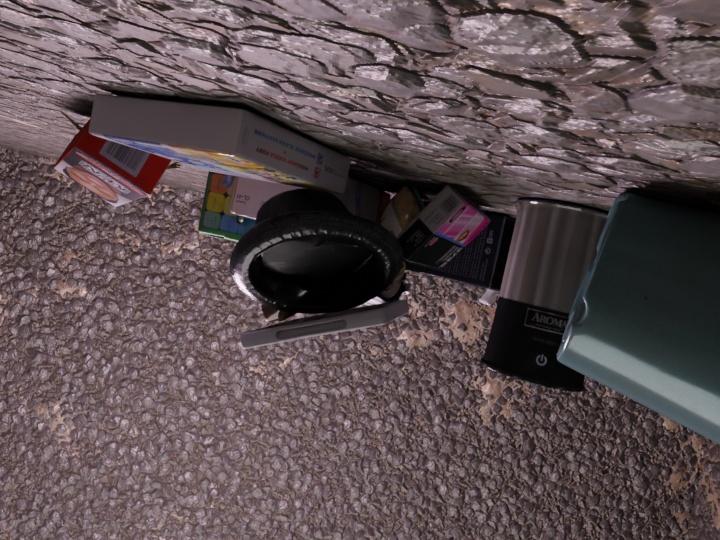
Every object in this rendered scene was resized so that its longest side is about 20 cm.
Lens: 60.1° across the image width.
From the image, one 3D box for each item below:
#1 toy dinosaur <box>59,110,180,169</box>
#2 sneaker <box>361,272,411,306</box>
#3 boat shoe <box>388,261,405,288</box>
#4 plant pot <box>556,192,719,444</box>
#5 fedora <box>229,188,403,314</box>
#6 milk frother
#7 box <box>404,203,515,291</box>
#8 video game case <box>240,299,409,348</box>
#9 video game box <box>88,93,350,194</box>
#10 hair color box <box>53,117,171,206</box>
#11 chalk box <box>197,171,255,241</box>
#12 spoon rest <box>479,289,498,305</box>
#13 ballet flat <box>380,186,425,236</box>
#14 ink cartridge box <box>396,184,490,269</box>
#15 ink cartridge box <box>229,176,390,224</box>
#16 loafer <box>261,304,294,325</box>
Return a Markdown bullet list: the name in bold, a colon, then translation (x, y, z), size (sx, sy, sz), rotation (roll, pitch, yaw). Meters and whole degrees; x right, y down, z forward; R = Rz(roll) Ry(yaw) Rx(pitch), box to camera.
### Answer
- **toy dinosaur**: translation (-0.334, -0.173, 0.914), size (0.100, 0.059, 0.199), rotation (15, -178, 30)
- **sneaker**: translation (0.000, 0.000, 0.924), size (0.128, 0.081, 0.199), rotation (-4, 150, 40)
- **boat shoe**: translation (-0.034, -0.018, 0.843), size (0.197, 0.073, 0.076), rotation (3, 168, -12)
- **plant pot**: translation (0.272, 0.040, 0.489), size (0.194, 0.203, 0.200), rotation (21, -176, 17)
- **fedora**: translation (-0.051, -0.032, 0.711), size (0.197, 0.093, 0.202), rotation (-8, 146, -5)
- **milk frother**: translation (0.234, 0.031, 0.735), size (0.178, 0.191, 0.200), rotation (13, -178, -7)
- **box**: translation (0.156, -0.036, 0.983), size (0.198, 0.109, 0.148), rotation (13, -178, 35)
- **video game case**: translation (-0.037, 0.068, 0.817), size (0.179, 0.022, 0.200), rotation (-11, 178, 12)
- **video game box**: translation (-0.138, -0.127, 0.636), size (0.198, 0.048, 0.181), rotation (14, -175, 30)
- **hair color box**: translation (-0.325, -0.140, 0.808), size (0.101, 0.062, 0.199), rotation (35, 164, -27)
- **chalk box**: translation (-0.179, -0.106, 0.989), size (0.122, 0.127, 0.200), rotation (12, -179, -1)
- **spoon rest**: translation (0.195, -0.029, 1.151), size (0.201, 0.061, 0.099), rotation (51, 171, -18)
- **ballet flat**: translation (0.058, -0.071, 0.846), size (0.070, 0.072, 0.200), rotation (13, -176, 5)
- **ink cartridge box**: translation (0.112, -0.048, 0.793), size (0.037, 0.095, 0.200), rotation (48, -166, 16)
- **ink cartridge box**: translation (-0.063, -0.095, 0.882), size (0.146, 0.087, 0.199), rotation (12, 180, 25)
- **loafer**: translation (-0.124, 0.017, 0.946), size (0.073, 0.071, 0.200), rotation (51, -171, -16)
